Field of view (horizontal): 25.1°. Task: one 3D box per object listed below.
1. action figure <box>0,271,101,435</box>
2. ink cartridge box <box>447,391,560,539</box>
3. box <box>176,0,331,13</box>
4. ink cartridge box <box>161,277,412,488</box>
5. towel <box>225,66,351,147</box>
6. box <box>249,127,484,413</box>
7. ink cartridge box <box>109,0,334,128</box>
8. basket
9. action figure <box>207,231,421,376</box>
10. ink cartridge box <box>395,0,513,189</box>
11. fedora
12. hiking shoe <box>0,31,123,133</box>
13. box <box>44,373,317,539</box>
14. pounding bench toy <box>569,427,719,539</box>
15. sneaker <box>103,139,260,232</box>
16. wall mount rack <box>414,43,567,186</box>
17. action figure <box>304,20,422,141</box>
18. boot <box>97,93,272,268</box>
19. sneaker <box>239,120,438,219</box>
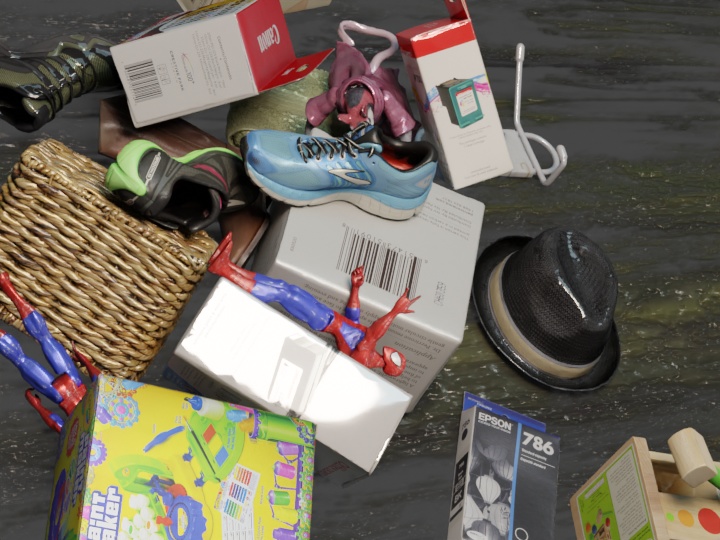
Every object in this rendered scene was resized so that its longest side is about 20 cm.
[{"bbox_3d":[-0.262,0.095,1.409,0.065,0.052,0.200,-40,89,-18],"label":"action figure"},{"bbox_3d":[0.141,0.202,1.576,0.099,0.039,0.201,21,46,-13],"label":"ink cartridge box"},{"bbox_3d":[-0.117,-0.346,1.850,0.199,0.078,0.095,-17,64,-39],"label":"box"},{"bbox_3d":[-0.068,0.103,1.445,0.200,0.145,0.084,33,74,-4],"label":"ink cartridge box"},{"bbox_3d":[-0.054,-0.169,1.770,0.199,0.037,0.149,13,48,-21],"label":"towel"},{"bbox_3d":[0.000,0.000,1.593,0.198,0.131,0.200,24,45,-11],"label":"box"},{"bbox_3d":[-0.131,-0.221,1.617,0.200,0.175,0.084,-65,141,-71],"label":"ink cartridge box"},{"bbox_3d":[-0.252,-0.009,1.501,0.199,0.149,0.143,31,11,-4],"label":"basket"},{"bbox_3d":[-0.028,0.017,1.443,0.200,0.099,0.065,37,8,-11],"label":"action figure"},{"bbox_3d":[0.090,-0.193,1.661,0.067,0.116,0.201,-18,101,-3],"label":"ink cartridge box"},{"bbox_3d":[0.215,0.026,1.725,0.200,0.092,0.201,16,48,-18],"label":"fedora"},{"bbox_3d":[-0.313,-0.177,1.605,0.199,0.076,0.101,-4,61,-21],"label":"hiking shoe"},{"bbox_3d":[-0.149,0.215,1.312,0.192,0.122,0.201,16,57,-20],"label":"box"},{"bbox_3d":[0.324,0.233,1.542,0.155,0.200,0.125,10,49,-22],"label":"pounding bench toy"},{"bbox_3d":[-0.154,-0.067,1.483,0.084,0.077,0.200,47,23,21],"label":"sneaker"},{"bbox_3d":[0.152,-0.179,1.872,0.199,0.075,0.174,0,54,-32],"label":"wall mount rack"},{"bbox_3d":[0.015,-0.177,1.670,0.133,0.150,0.200,11,8,5],"label":"action figure"},{"bbox_3d":[-0.185,-0.088,1.605,0.199,0.064,0.187,27,35,-11],"label":"boot"},{"bbox_3d":[-0.018,-0.111,1.520,0.199,0.090,0.079,6,50,-24],"label":"sneaker"}]
